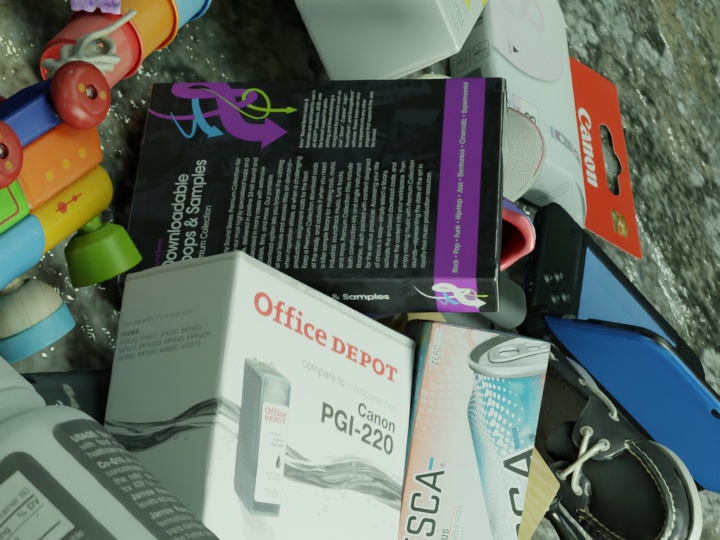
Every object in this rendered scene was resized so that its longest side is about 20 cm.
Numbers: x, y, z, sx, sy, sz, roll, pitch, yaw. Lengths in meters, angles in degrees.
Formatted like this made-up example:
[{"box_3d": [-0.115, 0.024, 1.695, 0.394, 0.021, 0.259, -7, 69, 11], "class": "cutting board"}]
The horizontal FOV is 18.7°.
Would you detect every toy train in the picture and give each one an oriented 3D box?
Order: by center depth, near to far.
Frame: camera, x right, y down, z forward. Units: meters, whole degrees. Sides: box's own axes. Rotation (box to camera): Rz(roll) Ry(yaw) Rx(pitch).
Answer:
[{"box_3d": [-0.144, -0.045, 1.099, 0.200, 0.085, 0.116, -42, 112, -48], "class": "toy train"}]

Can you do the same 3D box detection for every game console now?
[{"box_3d": [0.205, 0.055, 1.434, 0.200, 0.118, 0.171, 45, 39, -31], "class": "game console"}]

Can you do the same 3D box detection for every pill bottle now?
[{"box_3d": [-0.124, 0.130, 0.930, 0.200, 0.113, 0.113, 42, 30, 20], "class": "pill bottle"}]

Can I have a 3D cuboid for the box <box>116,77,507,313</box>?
[{"box_3d": [-0.023, -0.041, 1.174, 0.036, 0.200, 0.143, 83, 10, -51], "class": "box"}]

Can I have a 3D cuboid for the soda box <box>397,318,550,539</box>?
[{"box_3d": [0.045, 0.129, 1.150, 0.068, 0.064, 0.200, 10, 88, -12], "class": "soda box"}]

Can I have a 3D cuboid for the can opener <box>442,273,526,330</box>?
[{"box_3d": [0.023, 0.001, 1.309, 0.200, 0.053, 0.067, 27, 47, -42], "class": "can opener"}]

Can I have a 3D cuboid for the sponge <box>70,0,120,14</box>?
[{"box_3d": [-0.140, -0.244, 1.201, 0.030, 0.112, 0.200, 2, 44, -5], "class": "sponge"}]

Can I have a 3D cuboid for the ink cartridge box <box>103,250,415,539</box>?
[{"box_3d": [-0.053, 0.109, 1.075, 0.146, 0.085, 0.200, 28, 58, -44], "class": "ink cartridge box"}]

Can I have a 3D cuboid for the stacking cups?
[{"box_3d": [-0.120, -0.156, 1.239, 0.061, 0.060, 0.200, 54, 41, -11], "class": "stacking cups"}]

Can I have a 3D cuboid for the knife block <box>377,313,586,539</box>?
[{"box_3d": [0.070, 0.123, 1.277, 0.175, 0.064, 0.200, 21, 52, -44], "class": "knife block"}]

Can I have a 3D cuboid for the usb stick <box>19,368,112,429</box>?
[{"box_3d": [-0.107, 0.075, 1.113, 0.200, 0.033, 0.056, 0, 68, -51], "class": "usb stick"}]

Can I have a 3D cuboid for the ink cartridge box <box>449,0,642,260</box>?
[{"box_3d": [0.142, -0.116, 1.540, 0.200, 0.057, 0.163, 22, 51, -36], "class": "ink cartridge box"}]

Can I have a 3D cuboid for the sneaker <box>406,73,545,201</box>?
[{"box_3d": [0.052, -0.075, 1.345, 0.200, 0.088, 0.081, -9, 74, -45], "class": "sneaker"}]

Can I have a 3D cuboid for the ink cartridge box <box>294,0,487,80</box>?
[{"box_3d": [0.012, -0.208, 1.348, 0.145, 0.083, 0.200, 64, 18, -14], "class": "ink cartridge box"}]

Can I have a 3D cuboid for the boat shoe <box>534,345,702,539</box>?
[{"box_3d": [0.132, 0.105, 1.307, 0.060, 0.074, 0.200, 29, 18, -38], "class": "boat shoe"}]

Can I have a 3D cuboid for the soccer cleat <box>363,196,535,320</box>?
[{"box_3d": [0.000, 0.000, 1.192, 0.200, 0.073, 0.068, -19, 104, -20], "class": "soccer cleat"}]
